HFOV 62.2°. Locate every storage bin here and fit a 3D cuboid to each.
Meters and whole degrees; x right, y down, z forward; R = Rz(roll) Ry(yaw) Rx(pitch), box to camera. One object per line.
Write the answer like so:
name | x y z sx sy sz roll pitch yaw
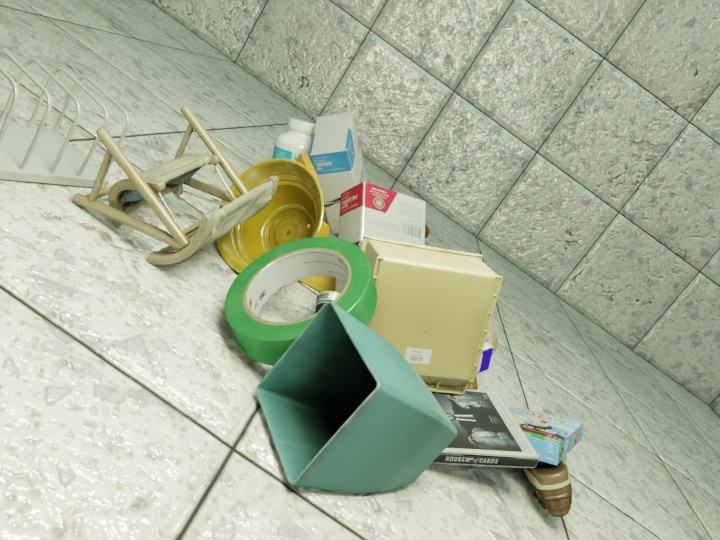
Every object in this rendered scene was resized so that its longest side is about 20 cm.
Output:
storage bin | 0.086 0.070 0.897 0.196 0.203 0.094 8 16 -16

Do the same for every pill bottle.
pill bottle | -0.141 -0.222 1.298 0.108 0.204 0.111 12 15 -3

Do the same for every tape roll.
tape roll | -0.077 0.035 0.783 0.201 0.197 0.049 -124 -167 -51

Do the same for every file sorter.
file sorter | -0.443 -0.210 0.823 0.138 0.125 0.199 40 16 15

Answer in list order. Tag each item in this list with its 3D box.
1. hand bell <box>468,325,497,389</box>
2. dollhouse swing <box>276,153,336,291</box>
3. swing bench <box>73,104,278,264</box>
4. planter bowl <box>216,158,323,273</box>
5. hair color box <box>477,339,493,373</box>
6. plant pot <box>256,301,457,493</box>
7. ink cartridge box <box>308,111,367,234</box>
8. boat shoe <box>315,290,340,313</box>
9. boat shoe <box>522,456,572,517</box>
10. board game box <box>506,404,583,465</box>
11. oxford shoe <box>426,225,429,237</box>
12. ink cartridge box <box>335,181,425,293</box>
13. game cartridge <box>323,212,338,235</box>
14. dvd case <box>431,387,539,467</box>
hand bell | 0.212 0.188 1.160 0.103 0.105 0.201 34 29 -3
dollhouse swing | -0.075 -0.091 1.150 0.180 0.177 0.201 27 17 -24
swing bench | -0.257 -0.115 0.868 0.199 0.131 0.199 38 30 3
planter bowl | -0.135 -0.075 0.989 0.200 0.201 0.083 43 2 27
hair color box | 0.152 0.118 1.147 0.107 0.066 0.200 -15 39 -22
plant pot | 0.012 0.164 0.691 0.199 0.142 0.142 32 14 -39
ink cartridge box | -0.038 -0.200 1.244 0.146 0.082 0.202 -85 165 -47
boat shoe | 0.003 0.101 0.987 0.198 0.070 0.065 26 55 -32
boat shoe | 0.298 0.334 0.948 0.202 0.073 0.076 10 66 -73
board game box | 0.274 0.266 0.991 0.149 0.037 0.199 7 -1 30
oxford shoe | 0.162 -0.137 1.991 0.198 0.071 0.073 22 49 -41
ink cartridge box | 0.036 -0.032 1.045 0.143 0.205 0.083 13 -16 -34
game cartridge | -0.015 -0.111 1.579 0.198 0.042 0.134 16 29 -49
dvd case | 0.140 0.223 0.869 0.196 0.025 0.151 9 24 -17
